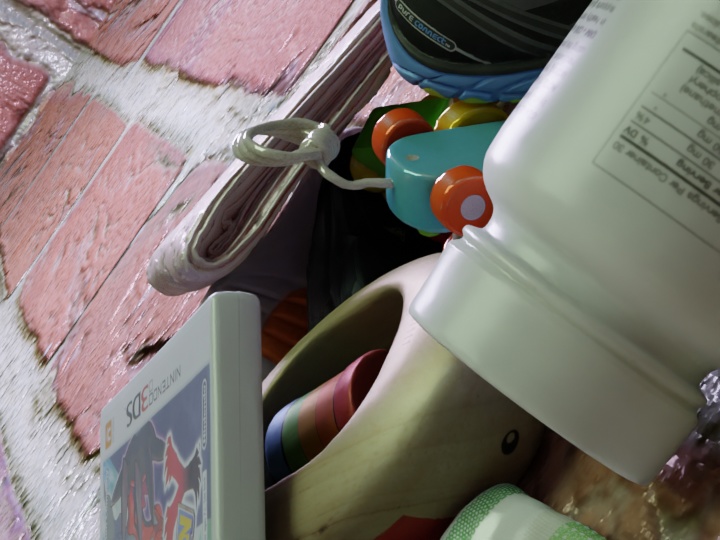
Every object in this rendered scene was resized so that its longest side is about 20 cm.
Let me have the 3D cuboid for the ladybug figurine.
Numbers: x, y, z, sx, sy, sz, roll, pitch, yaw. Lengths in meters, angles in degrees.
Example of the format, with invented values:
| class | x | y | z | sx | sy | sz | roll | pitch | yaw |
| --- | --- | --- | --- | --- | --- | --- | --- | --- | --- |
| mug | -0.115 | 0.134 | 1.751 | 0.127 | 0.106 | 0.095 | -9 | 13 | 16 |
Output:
| class | x | y | z | sx | sy | sz | roll | pitch | yaw |
| --- | --- | --- | --- | --- | --- | --- | --- | --- | --- |
| ladybug figurine | 0.006 | 0.069 | 0.766 | 0.200 | 0.072 | 0.136 | -33 | 28 | 52 |

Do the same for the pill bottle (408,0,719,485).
| class | x | y | z | sx | sy | sz | roll | pitch | yaw |
| --- | --- | --- | --- | --- | --- | --- | --- | --- | --- |
| pill bottle | 0.110 | -0.041 | 0.611 | 0.200 | 0.113 | 0.113 | -54 | 16 | 4 |

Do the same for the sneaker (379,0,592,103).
| class | x | y | z | sx | sy | sz | roll | pitch | yaw |
| --- | --- | --- | --- | --- | --- | --- | --- | --- | --- |
| sneaker | 0.104 | -0.111 | 0.695 | 0.199 | 0.083 | 0.071 | -6 | 31 | 6 |

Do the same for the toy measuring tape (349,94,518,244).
| class | x | y | z | sx | sy | sz | roll | pitch | yaw |
| --- | --- | --- | --- | --- | --- | --- | --- | --- | --- |
| toy measuring tape | 0.078 | -0.048 | 0.848 | 0.200 | 0.074 | 0.074 | -4 | 49 | 41 |

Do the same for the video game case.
| class | x | y | z | sx | sy | sz | roll | pitch | yaw |
| --- | --- | --- | --- | --- | --- | --- | --- | --- | --- |
| video game case | -0.075 | 0.129 | 0.774 | 0.182 | 0.023 | 0.201 | 138 | 132 | -62 |

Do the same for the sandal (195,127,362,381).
| class | x | y | z | sx | sy | sz | roll | pitch | yaw |
| --- | --- | --- | --- | --- | --- | --- | --- | --- | --- |
| sandal | -0.033 | 0.012 | 0.993 | 0.059 | 0.079 | 0.207 | -35 | 17 | 47 |

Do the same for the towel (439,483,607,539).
| class | x | y | z | sx | sy | sz | roll | pitch | yaw |
| --- | --- | --- | --- | --- | --- | --- | --- | --- | --- |
| towel | 0.038 | 0.146 | 0.601 | 0.149 | 0.031 | 0.200 | -57 | 16 | -3 |

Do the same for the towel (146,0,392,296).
| class | x | y | z | sx | sy | sz | roll | pitch | yaw |
| --- | --- | --- | --- | --- | --- | --- | --- | --- | --- |
| towel | -0.028 | -0.064 | 0.930 | 0.191 | 0.032 | 0.200 | -49 | 5 | -9 |

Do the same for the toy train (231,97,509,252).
| class | x | y | z | sx | sy | sz | roll | pitch | yaw |
| --- | --- | --- | --- | --- | --- | --- | --- | --- | --- |
| toy train | 0.045 | -0.051 | 0.749 | 0.200 | 0.150 | 0.056 | -40 | -44 | -51 |

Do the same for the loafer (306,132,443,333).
| class | x | y | z | sx | sy | sz | roll | pitch | yaw |
| --- | --- | --- | --- | --- | --- | --- | --- | --- | --- |
| loafer | 0.000 | 0.000 | 0.925 | 0.072 | 0.073 | 0.200 | -53 | 15 | 25 |
